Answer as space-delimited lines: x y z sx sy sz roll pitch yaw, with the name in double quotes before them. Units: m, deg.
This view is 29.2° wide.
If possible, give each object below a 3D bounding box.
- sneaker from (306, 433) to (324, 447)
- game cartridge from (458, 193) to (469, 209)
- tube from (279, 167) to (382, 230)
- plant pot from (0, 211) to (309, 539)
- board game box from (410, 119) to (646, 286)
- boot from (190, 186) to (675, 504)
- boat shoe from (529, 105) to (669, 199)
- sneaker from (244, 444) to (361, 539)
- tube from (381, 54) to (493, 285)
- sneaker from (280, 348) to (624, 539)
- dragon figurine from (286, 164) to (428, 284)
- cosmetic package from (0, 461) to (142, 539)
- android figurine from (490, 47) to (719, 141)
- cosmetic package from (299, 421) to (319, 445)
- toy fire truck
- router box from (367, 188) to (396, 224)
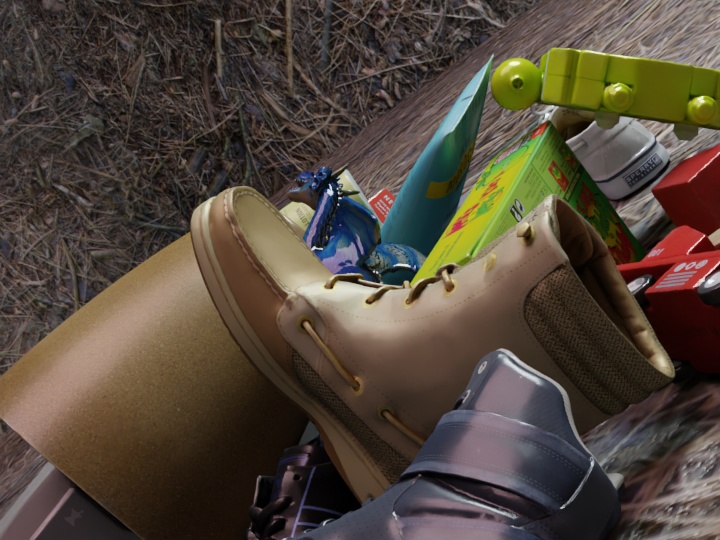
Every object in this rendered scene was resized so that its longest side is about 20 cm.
"sneaker" 0.013 0.069 0.798 0.199 0.085 0.075 -31 11 45
"game cartridge" 0.073 -0.018 1.174 0.133 0.041 0.200 -38 8 -16
"tube" -0.077 0.007 0.951 0.199 0.052 0.058 -35 16 4
"plant pot" -0.097 0.062 0.859 0.200 0.186 0.186 -50 11 -12
"board game box" 0.094 0.003 0.740 0.047 0.102 0.200 -33 10 29
"boot" 0.027 0.010 0.611 0.155 0.201 0.073 -43 -14 27
"boat shoe" 0.167 -0.107 1.055 0.074 0.086 0.202 -38 9 3
"sneaker" -0.032 0.138 0.652 0.070 0.078 0.200 -28 13 50
"tube" 0.044 -0.046 0.900 0.201 0.050 0.078 109 -177 -50
"sneaker" 0.014 0.106 0.550 0.201 0.077 0.147 -7 40 48
"dragon figurine" 0.000 0.000 0.736 0.100 0.059 0.199 -54 30 -8
"cosmetic package" -0.178 0.190 0.884 0.090 0.107 0.200 -50 9 -10
"android figurine" 0.167 -0.103 0.823 0.200 0.180 0.042 -71 -11 -81
"cosmetic package" -0.022 0.082 0.999 0.200 0.051 0.082 -42 8 -21
"toy fire truck" 0.175 -0.010 0.641 0.141 0.049 0.200 -40 9 -18
"router box" -0.051 0.046 1.094 0.179 0.049 0.200 -40 -9 -32
